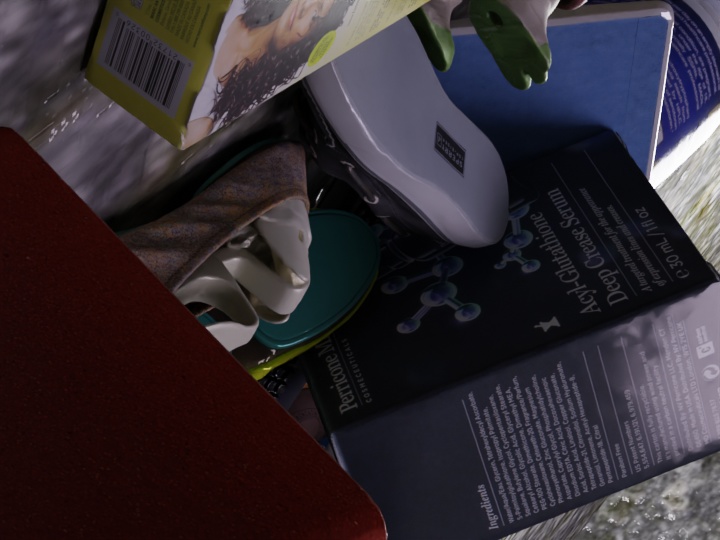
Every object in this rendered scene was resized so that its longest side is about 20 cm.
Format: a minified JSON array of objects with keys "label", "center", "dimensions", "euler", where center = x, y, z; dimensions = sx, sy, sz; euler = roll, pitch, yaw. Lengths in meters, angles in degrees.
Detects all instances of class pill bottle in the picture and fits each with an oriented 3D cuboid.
[{"label":"pill bottle","center":[0.151,-0.107,1.193],"dimensions":[0.200,0.119,0.120],"euler":[-39,159,-46]}]

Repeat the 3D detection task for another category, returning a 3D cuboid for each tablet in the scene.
[{"label":"tablet","center":[0.092,-0.058,1.059],"dimensions":[0.129,0.014,0.201],"euler":[-6,137,-6]}]

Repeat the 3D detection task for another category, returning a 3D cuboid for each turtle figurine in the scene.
[{"label":"turtle figurine","center":[0.114,-0.146,0.942],"dimensions":[0.194,0.144,0.200],"euler":[-44,159,-24]}]

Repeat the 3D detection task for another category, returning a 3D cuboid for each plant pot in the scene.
[{"label":"plant pot","center":[-0.146,0.104,0.616],"dimensions":[0.176,0.200,0.200],"euler":[-18,144,-45]}]

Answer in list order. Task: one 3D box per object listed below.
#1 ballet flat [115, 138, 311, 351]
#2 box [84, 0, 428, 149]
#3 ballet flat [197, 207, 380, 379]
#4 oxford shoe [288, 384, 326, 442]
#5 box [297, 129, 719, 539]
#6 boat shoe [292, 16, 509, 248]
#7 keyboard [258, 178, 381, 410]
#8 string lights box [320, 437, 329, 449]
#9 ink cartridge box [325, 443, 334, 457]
[{"label":"ballet flat","center":[-0.063,0.002,0.860],"dimensions":[0.200,0.067,0.068],"euler":[-37,158,-51]},{"label":"box","center":[-0.018,-0.119,0.763],"dimensions":[0.200,0.050,0.075],"euler":[-39,159,-48]},{"label":"ballet flat","center":[-0.071,0.033,0.938],"dimensions":[0.200,0.067,0.067],"euler":[-38,180,-41]},{"label":"oxford shoe","center":[-0.059,0.122,1.132],"dimensions":[0.200,0.072,0.071],"euler":[-36,156,-52]},{"label":"box","center":[0.073,0.039,1.008],"dimensions":[0.199,0.149,0.107],"euler":[-22,126,-2]},{"label":"boat shoe","center":[0.004,-0.066,0.911],"dimensions":[0.200,0.066,0.070],"euler":[39,54,-57]},{"label":"keyboard","center":[0.000,0.000,1.090],"dimensions":[0.201,0.021,0.127],"euler":[-56,149,9]},{"label":"string lights box","center":[-0.046,0.168,1.304],"dimensions":[0.200,0.059,0.103],"euler":[-39,159,-47]},{"label":"ink cartridge box","center":[0.018,0.164,1.234],"dimensions":[0.201,0.083,0.145],"euler":[-61,158,-8]}]
